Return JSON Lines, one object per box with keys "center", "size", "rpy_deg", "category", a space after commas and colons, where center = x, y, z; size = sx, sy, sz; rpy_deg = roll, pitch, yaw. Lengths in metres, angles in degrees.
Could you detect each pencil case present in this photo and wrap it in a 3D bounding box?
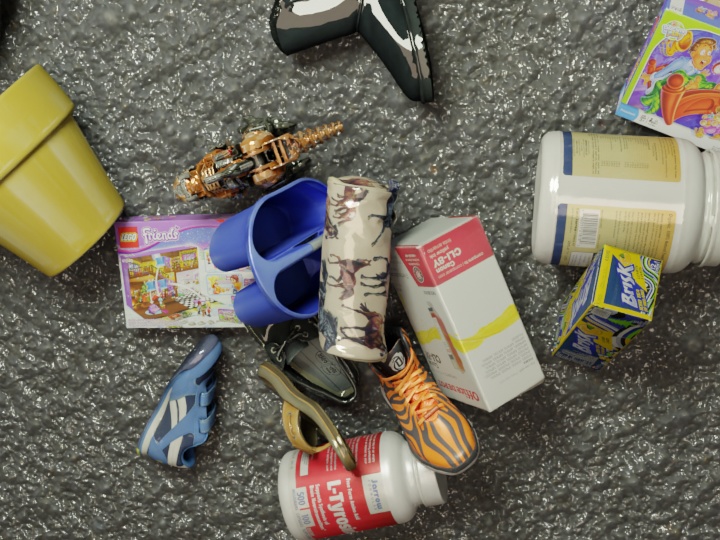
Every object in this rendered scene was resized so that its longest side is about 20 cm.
{"center": [0.000, 0.000, 0.989], "size": [0.088, 0.078, 0.205], "rpy_deg": [1, 95, -26], "category": "pencil case"}

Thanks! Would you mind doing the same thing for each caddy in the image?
{"center": [-0.076, -0.023, 1.032], "size": [0.104, 0.200, 0.144], "rpy_deg": [-17, 101, 35], "category": "caddy"}

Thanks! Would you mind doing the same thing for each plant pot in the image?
{"center": [-0.389, -0.105, 1.072], "size": [0.199, 0.202, 0.189], "rpy_deg": [-36, 111, 16], "category": "plant pot"}

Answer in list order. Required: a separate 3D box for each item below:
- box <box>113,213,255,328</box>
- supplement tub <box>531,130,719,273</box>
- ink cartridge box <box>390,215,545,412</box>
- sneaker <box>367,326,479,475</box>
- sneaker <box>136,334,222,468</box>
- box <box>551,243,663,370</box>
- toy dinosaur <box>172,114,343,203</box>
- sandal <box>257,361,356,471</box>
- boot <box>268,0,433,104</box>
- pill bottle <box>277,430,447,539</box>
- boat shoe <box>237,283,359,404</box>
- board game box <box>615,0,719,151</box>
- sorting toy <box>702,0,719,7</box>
{"center": [-0.205, 0.001, 1.137], "size": [0.196, 0.039, 0.140], "rpy_deg": [-1, 104, 10], "category": "box"}
{"center": [0.290, -0.073, 0.982], "size": [0.196, 0.145, 0.147], "rpy_deg": [5, 105, 8], "category": "supplement tub"}
{"center": [0.112, 0.047, 1.032], "size": [0.082, 0.145, 0.203], "rpy_deg": [-27, 99, -15], "category": "ink cartridge box"}
{"center": [0.058, 0.142, 1.038], "size": [0.077, 0.200, 0.113], "rpy_deg": [-36, 131, -7], "category": "sneaker"}
{"center": [-0.216, 0.171, 1.167], "size": [0.081, 0.074, 0.202], "rpy_deg": [30, 114, -1], "category": "sneaker"}
{"center": [0.264, 0.045, 0.987], "size": [0.063, 0.201, 0.071], "rpy_deg": [15, 71, 4], "category": "box"}
{"center": [-0.114, -0.123, 1.042], "size": [0.196, 0.136, 0.104], "rpy_deg": [2, 104, 9], "category": "toy dinosaur"}
{"center": [-0.072, 0.185, 1.099], "size": [0.054, 0.081, 0.199], "rpy_deg": [-43, 51, -12], "category": "sandal"}
{"center": [-0.013, -0.268, 1.018], "size": [0.165, 0.076, 0.204], "rpy_deg": [-15, 94, 9], "category": "boot"}
{"center": [0.005, 0.265, 1.130], "size": [0.196, 0.112, 0.114], "rpy_deg": [-14, 101, 12], "category": "pill bottle"}
{"center": [-0.074, 0.096, 1.099], "size": [0.074, 0.066, 0.200], "rpy_deg": [-39, 110, 4], "category": "boat shoe"}
{"center": [0.389, -0.193, 0.952], "size": [0.197, 0.045, 0.136], "rpy_deg": [22, 137, 7], "category": "board game box"}
{"center": [0.447, -0.298, 0.962], "size": [0.182, 0.036, 0.203], "rpy_deg": [25, 102, 2], "category": "sorting toy"}
